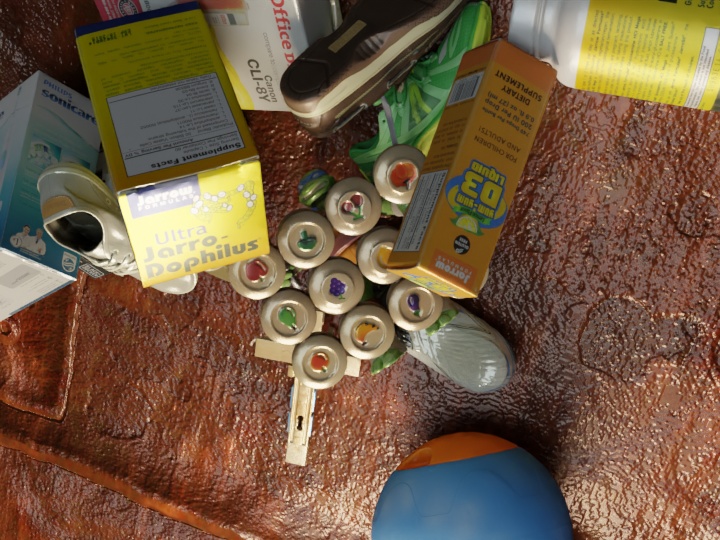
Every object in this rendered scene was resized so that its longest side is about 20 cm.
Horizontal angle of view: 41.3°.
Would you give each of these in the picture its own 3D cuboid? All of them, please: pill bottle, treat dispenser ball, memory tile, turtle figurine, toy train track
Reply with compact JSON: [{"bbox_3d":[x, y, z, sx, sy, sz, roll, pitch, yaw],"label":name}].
[{"bbox_3d":[0.227,-0.201,0.789,0.197,0.113,0.114,12,112,12],"label":"pill bottle"},{"bbox_3d":[0.109,0.263,0.940,0.198,0.201,0.204,5,111,15],"label":"treat dispenser ball"},{"bbox_3d":[0.000,0.000,0.822,0.199,0.017,0.154,-33,107,1],"label":"memory tile"},{"bbox_3d":[-0.005,-0.011,0.864,0.195,0.143,0.200,55,159,3],"label":"turtle figurine"},{"bbox_3d":[-0.059,0.122,1.038,0.113,0.033,0.202,11,117,5],"label":"toy train track"}]

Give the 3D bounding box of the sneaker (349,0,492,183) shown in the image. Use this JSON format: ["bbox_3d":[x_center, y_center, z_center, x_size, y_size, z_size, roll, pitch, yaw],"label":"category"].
[{"bbox_3d":[0.053,-0.161,0.877,0.083,0.074,0.201,33,115,-1],"label":"sneaker"}]

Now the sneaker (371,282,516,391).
[{"bbox_3d":[0.068,0.053,0.957,0.199,0.072,0.072,37,98,17],"label":"sneaker"}]

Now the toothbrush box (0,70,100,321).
[{"bbox_3d":[-0.339,-0.071,0.943,0.145,0.202,0.085,-23,145,36],"label":"toothbrush box"}]

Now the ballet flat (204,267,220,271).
[{"bbox_3d":[-0.169,-0.056,0.851,0.070,0.069,0.201,-50,51,25],"label":"ballet flat"}]

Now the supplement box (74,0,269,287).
[{"bbox_3d":[-0.153,-0.106,0.773,0.107,0.201,0.110,-15,143,-11],"label":"supplement box"}]

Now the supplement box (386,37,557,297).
[{"bbox_3d":[0.091,-0.082,0.782,0.066,0.069,0.202,23,84,-22],"label":"supplement box"}]

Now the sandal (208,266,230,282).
[{"bbox_3d":[-0.170,-0.038,0.994,0.209,0.078,0.070,12,75,27],"label":"sandal"}]

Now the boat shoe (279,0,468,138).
[{"bbox_3d":[0.020,-0.193,0.831,0.201,0.075,0.075,-37,55,-6],"label":"boat shoe"}]

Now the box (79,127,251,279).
[{"bbox_3d":[-0.207,-0.081,0.958,0.198,0.118,0.060,-17,146,22],"label":"box"}]

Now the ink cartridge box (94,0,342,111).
[{"bbox_3d":[-0.124,-0.227,0.867,0.197,0.084,0.146,5,140,17],"label":"ink cartridge box"}]

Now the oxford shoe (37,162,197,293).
[{"bbox_3d":[-0.225,-0.022,0.887,0.074,0.058,0.200,-19,143,20],"label":"oxford shoe"}]
